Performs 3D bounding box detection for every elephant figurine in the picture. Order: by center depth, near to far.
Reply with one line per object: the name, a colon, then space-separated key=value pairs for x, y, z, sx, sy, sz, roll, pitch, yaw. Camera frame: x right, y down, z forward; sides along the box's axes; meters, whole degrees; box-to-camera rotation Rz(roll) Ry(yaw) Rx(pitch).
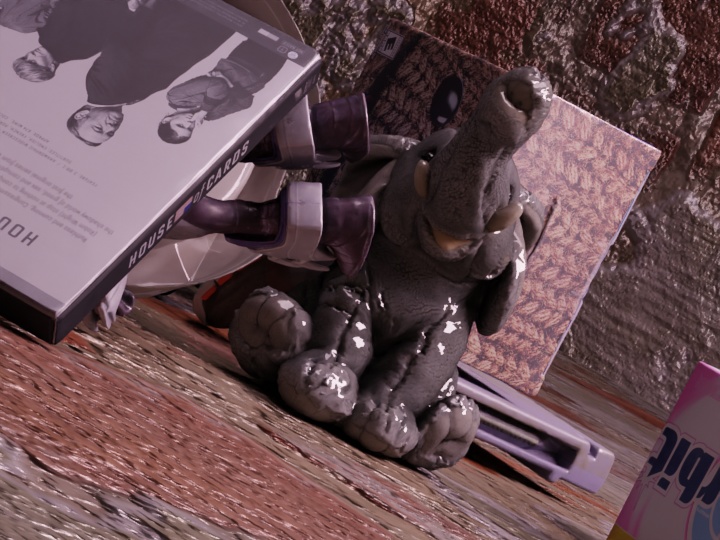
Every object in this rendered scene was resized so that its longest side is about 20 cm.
elephant figurine: x=0.037 y=-0.011 z=1.466 sx=0.141 sy=0.200 sz=0.155 roll=25 pitch=4 yaw=-44

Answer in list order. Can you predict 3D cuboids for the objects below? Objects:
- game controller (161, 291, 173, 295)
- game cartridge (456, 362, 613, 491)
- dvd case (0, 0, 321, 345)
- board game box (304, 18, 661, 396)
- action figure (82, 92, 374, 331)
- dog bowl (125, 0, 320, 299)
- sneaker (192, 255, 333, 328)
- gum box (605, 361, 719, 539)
game controller: x=-0.079 y=-0.056 z=1.693 sx=0.042 sy=0.104 sz=0.200 roll=12 pitch=20 yaw=15
game cartridge: x=0.039 y=0.066 z=1.697 sx=0.200 sy=0.038 sz=0.130 roll=26 pitch=-1 yaw=-36
dvd case: x=-0.132 y=-0.067 z=1.258 sx=0.150 sy=0.200 sz=0.025 roll=29 pitch=-40 yaw=16
board game box: x=0.058 y=-0.041 z=1.723 sx=0.097 sy=0.160 sz=0.200 roll=26 pitch=3 yaw=-28
action figure: x=-0.095 y=-0.037 z=1.312 sx=0.200 sy=0.130 sz=0.069 roll=1 pitch=-14 yaw=-12
dog bowl: x=-0.119 y=-0.077 z=1.388 sx=0.200 sy=0.200 sz=0.059 roll=27 pitch=-30 yaw=-17
sneaker: x=0.000 y=0.000 z=1.570 sx=0.082 sy=0.200 sz=0.077 roll=62 pitch=26 yaw=-2
gum box: x=0.198 y=0.128 z=1.404 sx=0.066 sy=0.114 sz=0.200 roll=27 pitch=3 yaw=-24
